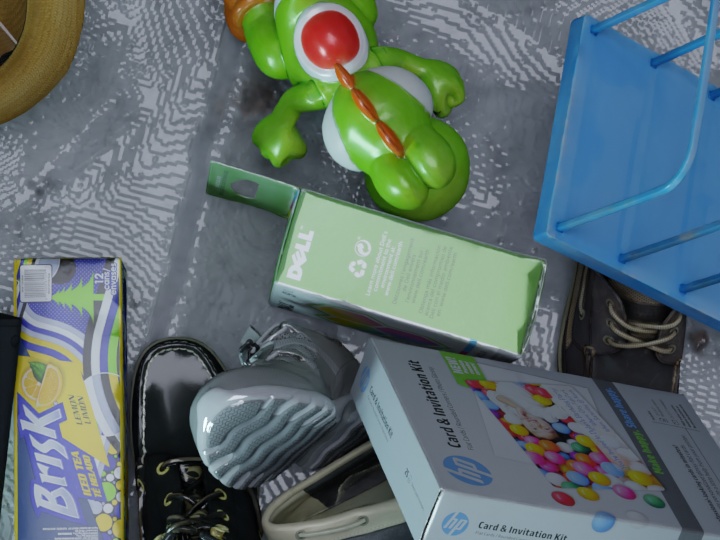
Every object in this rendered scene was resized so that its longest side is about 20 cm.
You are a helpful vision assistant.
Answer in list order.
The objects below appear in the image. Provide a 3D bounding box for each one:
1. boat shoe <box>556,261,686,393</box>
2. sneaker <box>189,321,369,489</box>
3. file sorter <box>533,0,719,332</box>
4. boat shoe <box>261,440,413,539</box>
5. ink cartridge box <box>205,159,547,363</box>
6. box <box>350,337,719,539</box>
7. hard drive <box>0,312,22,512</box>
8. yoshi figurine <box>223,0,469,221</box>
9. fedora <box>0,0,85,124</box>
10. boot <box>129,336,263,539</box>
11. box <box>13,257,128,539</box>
[{"bbox_3d":[0.154,0.021,1.470,0.074,0.073,0.202,-1,84,-4],"label":"boat shoe"},{"bbox_3d":[-0.051,0.068,1.402,0.075,0.200,0.082,-39,75,13],"label":"sneaker"},{"bbox_3d":[0.219,-0.056,1.406,0.199,0.122,0.140,25,64,-28],"label":"file sorter"},{"bbox_3d":[0.035,0.113,1.445,0.199,0.071,0.063,-31,130,-7],"label":"boat shoe"},{"bbox_3d":[0.000,0.000,1.447,0.199,0.104,0.060,17,82,-2],"label":"ink cartridge box"},{"bbox_3d":[0.107,0.105,1.351,0.199,0.156,0.041,10,115,-19],"label":"box"},{"bbox_3d":[-0.252,0.123,1.367,0.033,0.139,0.202,11,96,39],"label":"hard drive"},{"bbox_3d":[0.000,-0.099,1.451,0.111,0.113,0.200,0,44,-37],"label":"yoshi figurine"},{"bbox_3d":[-0.242,-0.179,1.445,0.199,0.082,0.202,4,108,11],"label":"fedora"},{"bbox_3d":[-0.090,0.134,1.400,0.073,0.154,0.205,-7,86,-3],"label":"boot"},{"bbox_3d":[-0.165,0.095,1.442,0.064,0.070,0.202,0,84,-3],"label":"box"}]
